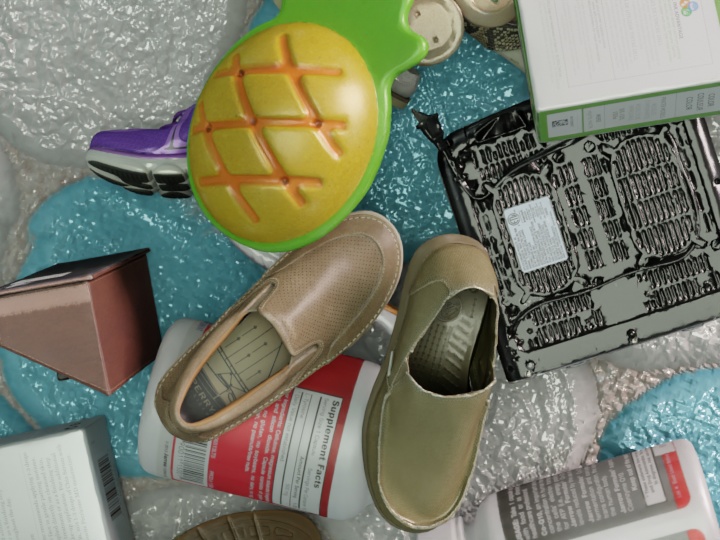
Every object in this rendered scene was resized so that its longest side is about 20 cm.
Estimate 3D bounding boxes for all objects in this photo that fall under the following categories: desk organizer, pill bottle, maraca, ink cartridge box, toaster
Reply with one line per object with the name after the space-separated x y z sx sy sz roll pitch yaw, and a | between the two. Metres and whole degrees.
-0.187 0.036 1.319 0.071 0.200 0.078 -10 95 5 | desk organizer
-0.045 0.107 1.353 0.199 0.112 0.113 13 95 4 | pill bottle
-0.037 -0.108 1.272 0.137 0.107 0.201 33 99 17 | maraca
0.200 -0.152 1.233 0.199 0.059 0.105 -10 71 5 | ink cartridge box
0.153 -0.041 1.322 0.180 0.119 0.201 -19 92 6 | toaster
0.145 0.195 1.340 0.199 0.114 0.115 -16 92 6 | pill bottle

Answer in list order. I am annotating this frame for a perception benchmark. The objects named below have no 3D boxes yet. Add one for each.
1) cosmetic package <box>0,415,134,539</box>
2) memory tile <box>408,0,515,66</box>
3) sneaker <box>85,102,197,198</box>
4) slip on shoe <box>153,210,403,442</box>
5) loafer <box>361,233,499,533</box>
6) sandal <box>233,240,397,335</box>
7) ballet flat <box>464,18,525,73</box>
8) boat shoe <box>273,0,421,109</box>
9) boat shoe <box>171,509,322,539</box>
-0.272 0.176 1.399 0.199 0.071 0.102 -12 93 6 | cosmetic package
0.048 -0.249 1.284 0.153 0.017 0.201 -29 96 -3 | memory tile
-0.094 -0.100 1.375 0.199 0.081 0.084 -9 79 -3 | sneaker
-0.051 0.036 1.274 0.200 0.061 0.076 -37 92 -7 | slip on shoe
0.046 0.079 1.256 0.075 0.067 0.201 4 105 -9 | loafer
0.000 0.000 1.358 0.206 0.079 0.059 28 90 -3 | sandal
0.147 -0.165 1.333 0.199 0.068 0.076 -3 116 22 | ballet flat
-0.025 -0.199 1.351 0.200 0.075 0.068 45 100 1 | boat shoe
-0.123 0.221 1.393 0.199 0.065 0.072 -18 83 -12 | boat shoe
